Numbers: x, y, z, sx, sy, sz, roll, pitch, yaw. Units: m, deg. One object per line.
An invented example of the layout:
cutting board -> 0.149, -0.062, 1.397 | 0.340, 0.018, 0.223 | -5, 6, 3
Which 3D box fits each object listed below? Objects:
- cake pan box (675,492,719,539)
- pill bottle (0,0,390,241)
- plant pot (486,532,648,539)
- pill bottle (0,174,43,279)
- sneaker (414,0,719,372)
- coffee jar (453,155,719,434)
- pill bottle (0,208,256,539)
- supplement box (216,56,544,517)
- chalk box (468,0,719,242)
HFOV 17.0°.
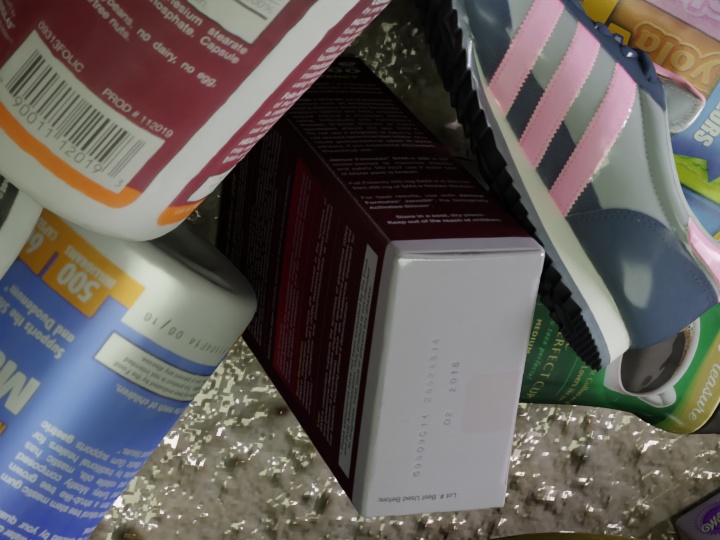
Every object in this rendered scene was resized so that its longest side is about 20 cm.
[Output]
cake pan box -> 0.271, 0.131, 1.136 | 0.200, 0.184, 0.052 | -29, 119, -7
pill bottle -> -0.046, -0.115, 0.826 | 0.114, 0.114, 0.200 | 28, 120, -32
plant pot -> 0.069, 0.231, 1.073 | 0.195, 0.200, 0.194 | -39, 132, -41
pill bottle -> -0.216, -0.065, 0.862 | 0.200, 0.111, 0.111 | 28, 101, -32
sneaker -> 0.077, -0.069, 0.882 | 0.082, 0.070, 0.200 | -24, 93, -7
coffee jar -> 0.096, 0.013, 1.055 | 0.200, 0.085, 0.104 | 9, 112, -27
pill bottle -> -0.141, 0.058, 0.956 | 0.112, 0.112, 0.200 | 33, 98, -33
supplement box -> 0.000, 0.000, 0.936 | 0.061, 0.200, 0.109 | -2, 116, -21
chalk box -> 0.157, -0.069, 0.975 | 0.200, 0.125, 0.124 | 27, 111, -11
